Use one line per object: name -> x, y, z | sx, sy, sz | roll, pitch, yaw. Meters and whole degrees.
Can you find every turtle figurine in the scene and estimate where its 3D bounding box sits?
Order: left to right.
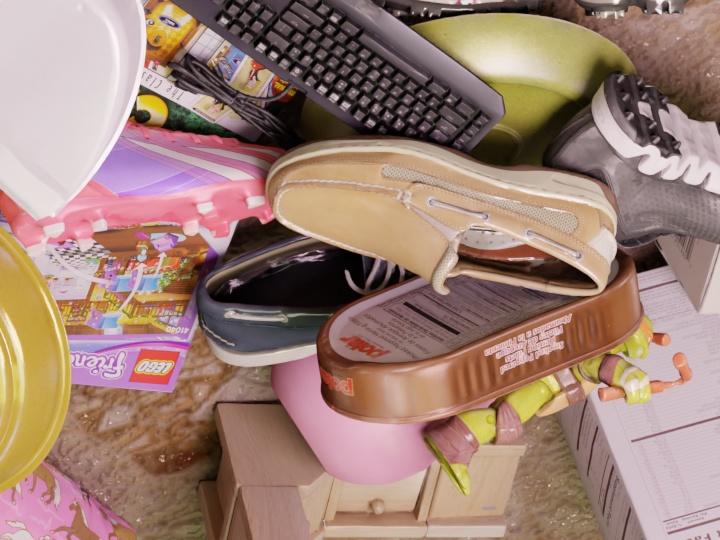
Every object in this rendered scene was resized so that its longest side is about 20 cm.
turtle figurine -> 0.113, 0.066, 1.737 | 0.161, 0.200, 0.065 | -34, 99, -4

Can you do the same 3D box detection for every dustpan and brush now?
dustpan and brush -> -0.150, -0.144, 1.603 | 0.139, 0.057, 0.200 | 42, 105, -14

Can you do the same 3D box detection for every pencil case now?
pencil case -> -0.225, 0.150, 1.835 | 0.086, 0.083, 0.200 | -3, 150, 43

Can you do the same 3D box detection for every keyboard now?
keyboard -> -0.030, -0.109, 1.659 | 0.199, 0.021, 0.127 | 34, 130, -16

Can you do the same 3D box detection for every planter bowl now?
planter bowl -> -0.268, 0.056, 1.668 | 0.199, 0.083, 0.202 | 7, 113, 17

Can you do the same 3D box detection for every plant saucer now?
plant saucer -> 0.065, -0.081, 1.736 | 0.198, 0.031, 0.200 | -4, 152, -2

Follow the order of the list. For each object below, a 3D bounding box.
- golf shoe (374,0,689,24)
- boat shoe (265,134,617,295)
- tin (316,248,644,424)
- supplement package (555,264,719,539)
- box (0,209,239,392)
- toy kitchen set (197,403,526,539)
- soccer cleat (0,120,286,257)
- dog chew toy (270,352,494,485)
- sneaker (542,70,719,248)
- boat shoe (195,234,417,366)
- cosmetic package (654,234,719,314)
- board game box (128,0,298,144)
golf shoe -> 0.092, -0.183, 1.699 | 0.198, 0.077, 0.089 | -5, 98, -6
boat shoe -> 0.044, -0.024, 1.657 | 0.198, 0.077, 0.072 | 5, 141, 3
tin -> 0.067, 0.030, 1.689 | 0.199, 0.112, 0.042 | -21, 113, -24
supplement package -> 0.198, 0.112, 1.868 | 0.113, 0.201, 0.110 | -14, 150, -8
box -> -0.185, 0.000, 1.753 | 0.199, 0.039, 0.137 | 7, 124, -26
toy kitchen set -> 0.005, 0.201, 1.896 | 0.199, 0.181, 0.164 | 1, 129, -16
soccer cleat -> -0.115, -0.058, 1.692 | 0.199, 0.077, 0.067 | -9, 164, -31
dog chew toy -> 0.045, 0.042, 1.827 | 0.199, 0.125, 0.125 | -34, 132, -2
sneaker -> 0.180, -0.047, 1.733 | 0.199, 0.067, 0.090 | 26, 131, -39
boat shoe -> 0.000, 0.000, 1.757 | 0.199, 0.075, 0.062 | -11, 149, 0
cosmetic package -> 0.290, -0.031, 1.866 | 0.199, 0.104, 0.073 | -3, 128, -20
board game box -> -0.127, -0.126, 1.684 | 0.199, 0.024, 0.105 | 26, 118, -35
